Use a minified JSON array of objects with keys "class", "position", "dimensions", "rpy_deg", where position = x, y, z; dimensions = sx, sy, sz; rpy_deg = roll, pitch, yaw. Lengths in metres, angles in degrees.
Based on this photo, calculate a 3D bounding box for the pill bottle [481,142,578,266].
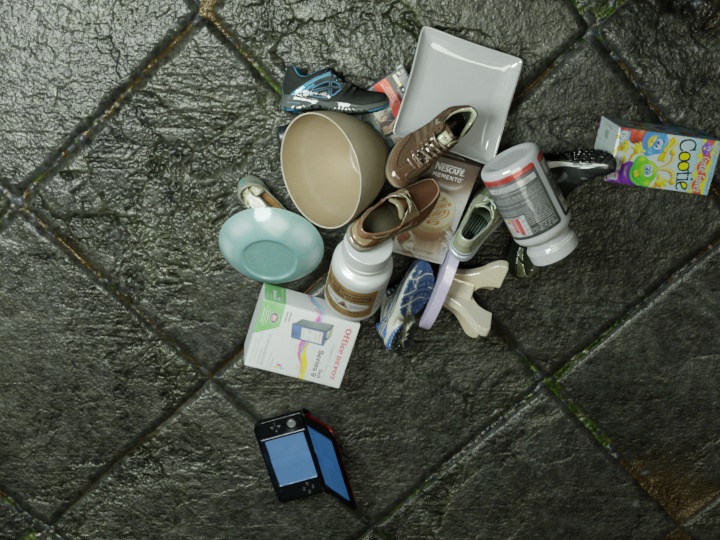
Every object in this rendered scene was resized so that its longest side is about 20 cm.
[{"class":"pill bottle","position":[0.307,-0.117,1.621],"dimensions":[0.115,0.116,0.201],"rpy_deg":[-29,108,6]}]

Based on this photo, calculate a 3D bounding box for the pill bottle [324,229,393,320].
[{"class":"pill bottle","position":[0.000,0.000,1.657],"dimensions":[0.113,0.116,0.201],"rpy_deg":[6,150,-7]}]

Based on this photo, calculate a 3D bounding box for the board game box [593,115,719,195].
[{"class":"board game box","position":[0.545,-0.214,1.677],"dimensions":[0.197,0.105,0.104],"rpy_deg":[7,110,-6]}]

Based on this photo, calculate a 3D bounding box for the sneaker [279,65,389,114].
[{"class":"sneaker","position":[-0.045,-0.318,1.597],"dimensions":[0.197,0.073,0.083],"rpy_deg":[5,96,5]}]

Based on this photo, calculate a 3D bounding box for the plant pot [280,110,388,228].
[{"class":"plant pot","position":[-0.027,-0.190,1.590],"dimensions":[0.134,0.199,0.203],"rpy_deg":[-24,118,-42]}]

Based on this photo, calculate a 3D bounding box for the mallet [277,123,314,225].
[{"class":"mallet","position":[-0.097,-0.180,1.679],"dimensions":[0.065,0.041,0.202],"rpy_deg":[-18,115,0]}]

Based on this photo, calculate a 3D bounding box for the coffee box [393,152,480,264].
[{"class":"coffee box","position":[0.128,-0.127,1.679],"dimensions":[0.113,0.080,0.202],"rpy_deg":[13,113,-16]}]

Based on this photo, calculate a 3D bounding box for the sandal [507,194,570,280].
[{"class":"sandal","position":[0.342,-0.078,1.736],"dimensions":[0.057,0.079,0.203],"rpy_deg":[10,107,-52]}]

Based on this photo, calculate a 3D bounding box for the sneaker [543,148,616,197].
[{"class":"sneaker","position":[0.379,-0.170,1.663],"dimensions":[0.198,0.076,0.089],"rpy_deg":[2,115,37]}]

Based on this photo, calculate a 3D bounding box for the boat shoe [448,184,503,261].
[{"class":"boat shoe","position":[0.228,-0.100,1.656],"dimensions":[0.071,0.201,0.062],"rpy_deg":[31,148,3]}]

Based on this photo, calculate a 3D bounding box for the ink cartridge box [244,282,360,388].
[{"class":"ink cartridge box","position":[-0.114,0.128,1.761],"dimensions":[0.198,0.088,0.147],"rpy_deg":[16,108,-13]}]

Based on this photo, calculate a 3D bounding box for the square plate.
[{"class":"square plate","position":[0.174,-0.313,1.632],"dimensions":[0.197,0.028,0.201],"rpy_deg":[16,95,-11]}]

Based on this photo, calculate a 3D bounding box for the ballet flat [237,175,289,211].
[{"class":"ballet flat","position":[-0.158,-0.091,1.688],"dimensions":[0.067,0.064,0.200],"rpy_deg":[-39,109,12]}]

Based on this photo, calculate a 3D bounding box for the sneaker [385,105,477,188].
[{"class":"sneaker","position":[0.122,-0.223,1.555],"dimensions":[0.071,0.075,0.200],"rpy_deg":[48,69,-12]}]

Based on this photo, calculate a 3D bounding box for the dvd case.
[{"class":"dvd case","position":[0.031,-0.262,1.663],"dimensions":[0.199,0.022,0.147],"rpy_deg":[-34,109,7]}]

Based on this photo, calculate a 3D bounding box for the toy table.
[{"class":"toy table","position":[0.197,0.043,1.718],"dimensions":[0.116,0.185,0.201],"rpy_deg":[18,141,-1]}]

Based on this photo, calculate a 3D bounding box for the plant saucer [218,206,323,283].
[{"class":"plant saucer","position":[-0.167,-0.032,1.676],"dimensions":[0.198,0.039,0.202],"rpy_deg":[2,138,2]}]

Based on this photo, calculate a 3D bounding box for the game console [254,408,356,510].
[{"class":"game console","position":[-0.114,0.400,1.845],"dimensions":[0.170,0.119,0.202],"rpy_deg":[-15,110,1]}]

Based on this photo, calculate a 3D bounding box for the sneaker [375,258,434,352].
[{"class":"sneaker","position":[0.073,0.056,1.744],"dimensions":[0.076,0.085,0.202],"rpy_deg":[-5,126,-41]}]

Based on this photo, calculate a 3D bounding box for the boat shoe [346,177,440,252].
[{"class":"boat shoe","position":[0.066,-0.100,1.559],"dimensions":[0.199,0.072,0.076],"rpy_deg":[-37,87,-22]}]
